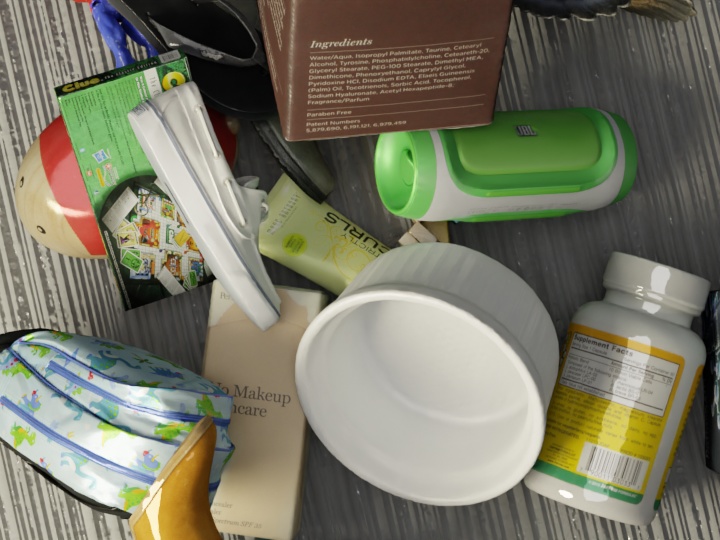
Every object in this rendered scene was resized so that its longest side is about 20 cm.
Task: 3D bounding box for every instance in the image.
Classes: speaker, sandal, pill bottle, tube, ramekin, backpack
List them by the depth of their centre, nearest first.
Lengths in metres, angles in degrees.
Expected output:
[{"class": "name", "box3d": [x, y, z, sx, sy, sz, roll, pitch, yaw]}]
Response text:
[{"class": "backpack", "box3d": [-0.186, 0.119, 1.319, 0.154, 0.163, 0.200, -55, 47, 11]}, {"class": "ramekin", "box3d": [0.058, 0.075, 1.342, 0.200, 0.098, 0.201, 11, 126, 16]}, {"class": "sandal", "box3d": [-0.129, -0.190, 1.347, 0.200, 0.043, 0.076, 38, 62, -6]}, {"class": "speaker", "box3d": [0.116, -0.085, 1.363, 0.199, 0.088, 0.089, -4, 88, -25]}, {"class": "pill bottle", "box3d": [0.209, 0.092, 1.377, 0.112, 0.113, 0.201, 18, 90, 2]}, {"class": "tube", "box3d": [0.000, 0.000, 1.417, 0.200, 0.058, 0.052, 33, 113, 5]}]

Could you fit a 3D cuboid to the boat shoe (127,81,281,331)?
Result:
[{"class": "boat shoe", "box3d": [-0.102, -0.049, 1.319, 0.065, 0.074, 0.200, -31, 110, -10]}]

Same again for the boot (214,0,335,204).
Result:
[{"class": "boot", "box3d": [-0.041, -0.166, 1.411, 0.130, 0.068, 0.200, -31, 82, 0]}]

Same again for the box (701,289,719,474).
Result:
[{"class": "box", "box3d": [0.330, 0.086, 1.329, 0.107, 0.200, 0.149, -1, 88, 3]}]

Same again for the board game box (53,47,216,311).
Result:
[{"class": "board game box", "box3d": [-0.163, -0.069, 1.360, 0.104, 0.023, 0.200, -17, 123, -7]}]

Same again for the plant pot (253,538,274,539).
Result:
[{"class": "plant pot", "box3d": [-0.150, 0.326, 1.350, 0.199, 0.196, 0.196, -9, 88, 7]}]

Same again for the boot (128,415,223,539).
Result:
[{"class": "boot", "box3d": [-0.098, 0.213, 1.209, 0.144, 0.071, 0.202, 30, 110, 4]}]

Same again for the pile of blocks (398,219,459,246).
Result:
[{"class": "pile of blocks", "box3d": [0.058, -0.093, 1.411, 0.082, 0.062, 0.201, -11, 89, 2]}]

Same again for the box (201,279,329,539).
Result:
[{"class": "box", "box3d": [-0.084, 0.111, 1.403, 0.095, 0.078, 0.201, 6, 89, 3]}]

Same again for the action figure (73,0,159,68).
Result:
[{"class": "action figure", "box3d": [-0.193, -0.222, 1.386, 0.065, 0.099, 0.200, -21, 58, -30]}]

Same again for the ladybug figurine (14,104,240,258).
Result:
[{"class": "ladybug figurine", "box3d": [-0.192, -0.086, 1.414, 0.200, 0.072, 0.136, -27, 88, 1]}]

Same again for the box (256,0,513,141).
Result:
[{"class": "box", "box3d": [0.015, -0.224, 1.266, 0.164, 0.200, 0.166, -5, 51, -9]}]

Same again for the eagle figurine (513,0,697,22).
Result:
[{"class": "eagle figurine", "box3d": [0.159, -0.265, 1.368, 0.151, 0.151, 0.200, -24, 81, -10]}]
